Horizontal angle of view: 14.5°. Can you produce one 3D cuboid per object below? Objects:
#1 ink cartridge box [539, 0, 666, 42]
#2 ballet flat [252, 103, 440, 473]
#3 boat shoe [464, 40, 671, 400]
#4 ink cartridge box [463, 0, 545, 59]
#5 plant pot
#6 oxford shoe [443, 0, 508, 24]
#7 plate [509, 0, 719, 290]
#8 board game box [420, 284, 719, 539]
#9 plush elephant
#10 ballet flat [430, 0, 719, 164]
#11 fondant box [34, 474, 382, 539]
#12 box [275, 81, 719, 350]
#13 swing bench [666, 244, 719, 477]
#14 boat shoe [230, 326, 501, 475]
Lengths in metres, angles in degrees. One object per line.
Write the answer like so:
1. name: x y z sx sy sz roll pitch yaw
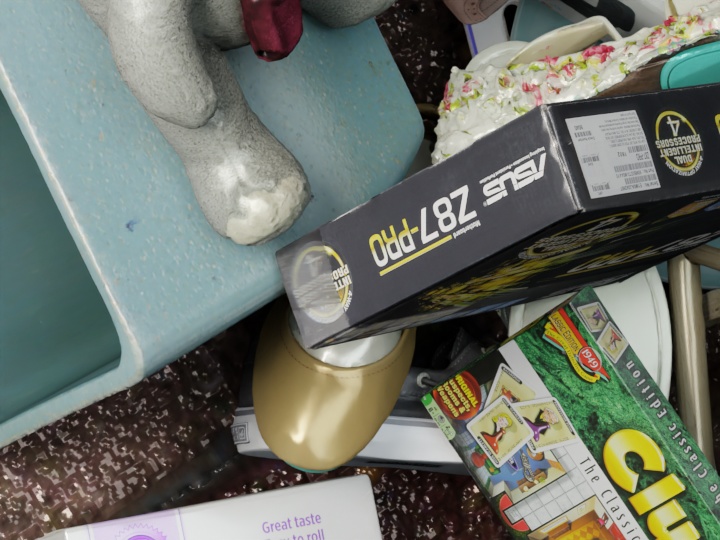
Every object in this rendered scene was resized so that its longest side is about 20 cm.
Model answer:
1. ink cartridge box: 0.131 -0.186 1.286 0.200 0.083 0.146 32 78 -6
2. ballet flat: 0.000 0.000 1.254 0.069 0.063 0.200 16 47 5
3. boat shoe: 0.091 -0.004 1.278 0.073 0.062 0.200 -16 83 -4
4. ink cartridge box: 0.140 -0.113 1.369 0.200 0.043 0.198 -11 84 -19
5. plant pot: -0.094 -0.060 1.208 0.200 0.196 0.197 -25 89 -32
6. oxford shoe: 0.099 -0.179 1.213 0.200 0.071 0.073 -35 125 -21
7. plate: 0.168 -0.091 1.338 0.200 0.026 0.200 3 79 -16
8. board game box: 0.117 0.114 1.217 0.200 0.105 0.023 56 40 3
9. plush elephant: -0.034 -0.143 1.064 0.200 0.155 0.165 46 50 -17
10. ballet flat: 0.122 -0.088 1.211 0.200 0.076 0.064 -16 56 7
11. fondant box: -0.052 0.201 1.241 0.144 0.058 0.200 -9 83 -21
12. box: 0.090 -0.027 1.125 0.200 0.161 0.049 -11 80 -46
13. swing bench: 0.236 0.069 1.295 0.199 0.130 0.200 -2 105 -38
14. boat shoe: 0.040 0.058 1.297 0.200 0.070 0.066 4 81 -11
